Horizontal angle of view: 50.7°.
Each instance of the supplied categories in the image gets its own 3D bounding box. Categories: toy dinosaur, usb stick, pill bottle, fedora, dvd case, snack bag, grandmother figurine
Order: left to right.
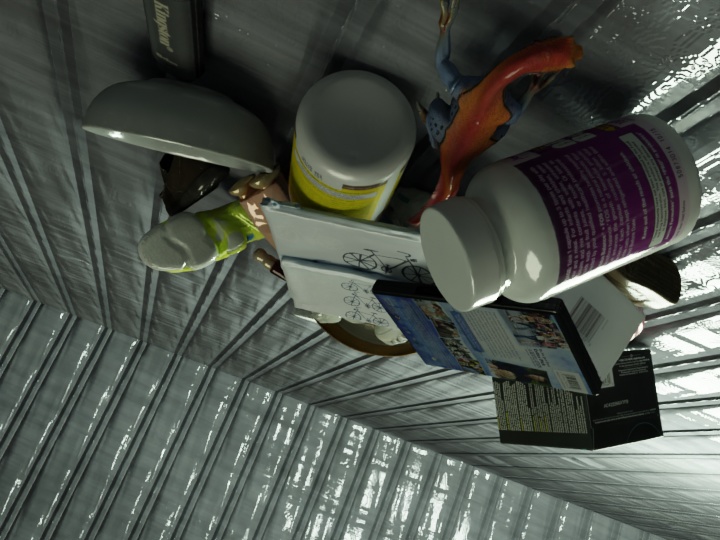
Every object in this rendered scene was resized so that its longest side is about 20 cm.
[{"bbox_3d":[-0.163,-0.227,0.660,0.055,0.033,0.200,20,162,-4],"label":"usb stick"},{"bbox_3d":[-0.070,-0.023,0.887,0.120,0.061,0.201,-8,119,45],"label":"grandmother figurine"},{"bbox_3d":[-0.015,-0.101,0.747,0.108,0.110,0.200,20,162,-2],"label":"pill bottle"},{"bbox_3d":[0.000,0.004,0.778,0.186,0.022,0.201,13,151,12],"label":"snack bag"},{"bbox_3d":[0.026,0.033,1.072,0.198,0.201,0.083,17,128,7],"label":"fedora"},{"bbox_3d":[0.121,0.063,0.737,0.198,0.018,0.143,6,146,38],"label":"dvd case"},{"bbox_3d":[0.099,-0.112,0.555,0.104,0.203,0.182,4,-166,-2],"label":"toy dinosaur"},{"bbox_3d":[0.151,-0.042,0.590,0.198,0.113,0.112,-21,170,-16],"label":"pill bottle"}]

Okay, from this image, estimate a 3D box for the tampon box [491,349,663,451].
[{"bbox_3d":[0.319,0.191,1.142,0.148,0.128,0.199,-3,173,-29],"label":"tampon box"}]

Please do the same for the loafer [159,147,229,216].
[{"bbox_3d":[-0.222,-0.126,0.981,0.072,0.073,0.199,55,154,-9],"label":"loafer"}]

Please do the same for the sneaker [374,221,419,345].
[{"bbox_3d":[0.050,0.013,0.862,0.080,0.076,0.201,18,139,-10],"label":"sneaker"}]

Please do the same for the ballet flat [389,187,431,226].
[{"bbox_3d":[0.086,-0.038,0.915,0.071,0.072,0.200,10,154,27],"label":"ballet flat"}]

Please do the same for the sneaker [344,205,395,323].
[{"bbox_3d":[0.000,0.000,0.934,0.075,0.081,0.202,-2,134,-8],"label":"sneaker"}]

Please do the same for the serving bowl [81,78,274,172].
[{"bbox_3d":[-0.182,-0.155,0.790,0.197,0.067,0.200,12,-178,0],"label":"serving bowl"}]

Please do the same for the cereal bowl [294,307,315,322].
[{"bbox_3d":[-0.002,0.061,1.216,0.198,0.084,0.200,16,173,2],"label":"cereal bowl"}]

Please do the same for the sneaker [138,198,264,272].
[{"bbox_3d":[-0.201,-0.048,1.030,0.198,0.077,0.105,-17,-175,-15],"label":"sneaker"}]

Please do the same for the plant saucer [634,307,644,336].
[{"bbox_3d":[0.274,0.063,1.018,0.198,0.051,0.201,18,162,6],"label":"plant saucer"}]

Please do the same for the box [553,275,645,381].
[{"bbox_3d":[0.185,0.034,0.834,0.124,0.098,0.200,37,176,-21],"label":"box"}]

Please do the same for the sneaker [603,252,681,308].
[{"bbox_3d":[0.258,-0.007,0.791,0.075,0.071,0.199,-10,147,46],"label":"sneaker"}]

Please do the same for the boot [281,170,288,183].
[{"bbox_3d":[-0.033,-0.065,0.966,0.142,0.072,0.202,2,152,14],"label":"boot"}]
